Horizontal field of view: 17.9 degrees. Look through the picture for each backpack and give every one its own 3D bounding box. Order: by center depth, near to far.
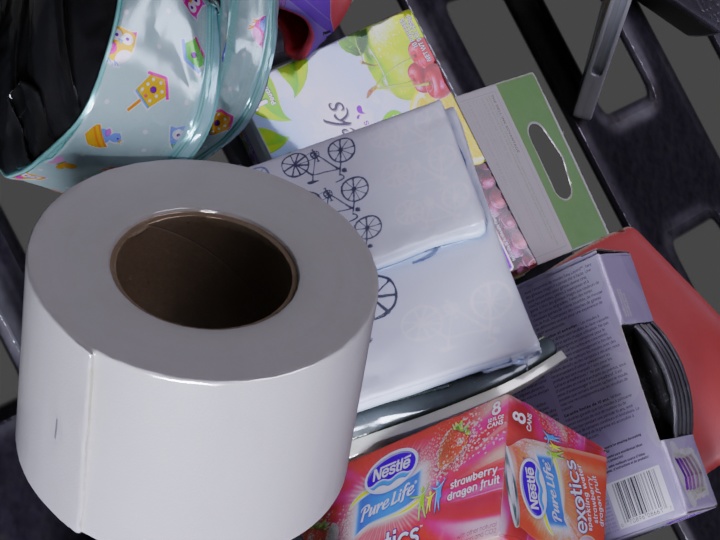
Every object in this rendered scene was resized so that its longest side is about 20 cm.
[{"bbox_3d":[-0.143,-0.137,1.415,0.153,0.176,0.201,27,56,-27],"label":"backpack"}]

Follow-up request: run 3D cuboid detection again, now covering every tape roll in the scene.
[{"bbox_3d":[-0.097,0.049,1.319,0.202,0.139,0.203,6,39,-5],"label":"tape roll"}]

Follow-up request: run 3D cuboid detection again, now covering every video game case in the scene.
[{"bbox_3d":[0.210,-0.235,1.813,0.017,0.200,0.143,16,51,2],"label":"video game case"}]

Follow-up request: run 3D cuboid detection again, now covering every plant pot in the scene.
[{"bbox_3d":[0.185,0.079,1.622,0.200,0.200,0.178,-23,76,-48],"label":"plant pot"}]

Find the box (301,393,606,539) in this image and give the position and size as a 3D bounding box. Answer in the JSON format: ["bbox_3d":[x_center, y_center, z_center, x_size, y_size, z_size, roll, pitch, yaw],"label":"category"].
[{"bbox_3d":[0.050,0.165,1.423,0.095,0.200,0.100,31,50,-32],"label":"box"}]

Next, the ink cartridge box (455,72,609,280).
[{"bbox_3d":[0.084,-0.059,1.690,0.200,0.048,0.146,-20,84,-48],"label":"ink cartridge box"}]

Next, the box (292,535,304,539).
[{"bbox_3d":[-0.075,0.228,1.358,0.200,0.079,0.141,53,39,-10],"label":"box"}]

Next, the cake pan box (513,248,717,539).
[{"bbox_3d":[0.125,0.102,1.530,0.052,0.200,0.185,-4,71,-54],"label":"cake pan box"}]

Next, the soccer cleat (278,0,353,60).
[{"bbox_3d":[-0.075,-0.214,1.489,0.200,0.068,0.073,39,76,-44],"label":"soccer cleat"}]

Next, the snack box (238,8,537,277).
[{"bbox_3d":[0.013,-0.060,1.575,0.142,0.053,0.200,-26,88,-17],"label":"snack box"}]

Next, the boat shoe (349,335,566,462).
[{"bbox_3d":[0.034,0.075,1.480,0.073,0.199,0.062,60,9,-82],"label":"boat shoe"}]

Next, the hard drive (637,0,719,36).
[{"bbox_3d":[0.267,-0.307,2.007,0.135,0.042,0.201,28,52,-32],"label":"hard drive"}]

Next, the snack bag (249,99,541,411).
[{"bbox_3d":[0.000,0.000,1.480,0.021,0.188,0.201,71,1,-63],"label":"snack bag"}]
